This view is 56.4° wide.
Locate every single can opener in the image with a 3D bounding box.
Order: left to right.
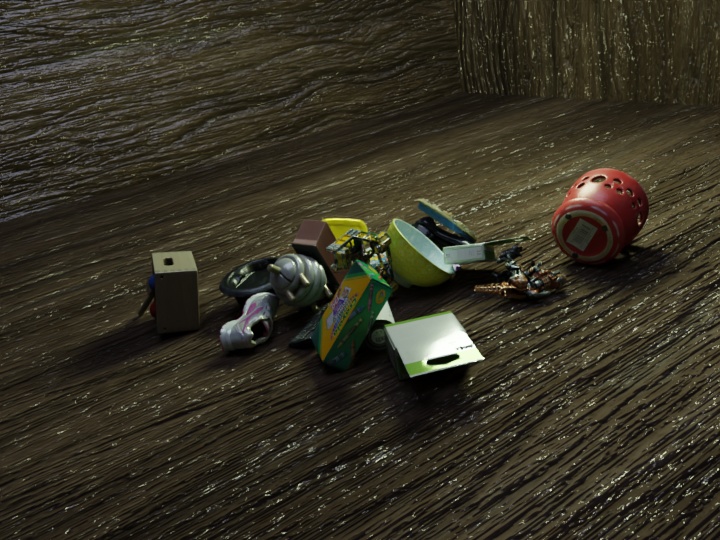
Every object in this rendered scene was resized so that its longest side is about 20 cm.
[{"bbox_3d":[0.224,-0.086,1.829,0.199,0.063,0.079,27,69,23],"label":"can opener"}]

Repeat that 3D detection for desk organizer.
[{"bbox_3d":[-0.092,-0.035,1.672,0.071,0.200,0.077,6,58,27],"label":"desk organizer"}]

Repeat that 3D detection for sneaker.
[{"bbox_3d":[-0.234,0.122,1.545,0.088,0.082,0.200,4,34,26],"label":"sneaker"}]

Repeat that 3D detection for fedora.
[{"bbox_3d":[-0.256,0.046,1.704,0.199,0.092,0.201,-9,26,4],"label":"fedora"}]

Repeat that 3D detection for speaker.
[{"bbox_3d":[0.030,0.099,1.483,0.081,0.082,0.200,-10,23,-2],"label":"speaker"}]

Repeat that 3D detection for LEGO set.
[{"bbox_3d":[0.000,0.000,1.597,0.153,0.201,0.116,23,44,31],"label":"LEGO set"}]

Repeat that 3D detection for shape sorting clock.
[{"bbox_3d":[0.244,-0.142,1.867,0.199,0.039,0.200,32,7,-5],"label":"shape sorting clock"}]

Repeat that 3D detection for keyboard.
[{"bbox_3d":[-0.077,0.111,1.538,0.127,0.021,0.200,-14,19,29],"label":"keyboard"}]

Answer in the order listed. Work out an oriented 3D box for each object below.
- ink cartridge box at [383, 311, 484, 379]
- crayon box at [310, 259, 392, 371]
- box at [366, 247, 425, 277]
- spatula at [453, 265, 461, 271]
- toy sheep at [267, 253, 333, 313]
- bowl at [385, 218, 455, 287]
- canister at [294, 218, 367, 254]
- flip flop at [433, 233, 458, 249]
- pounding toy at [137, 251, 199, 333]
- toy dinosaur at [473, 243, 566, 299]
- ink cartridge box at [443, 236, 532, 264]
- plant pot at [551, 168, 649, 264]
[{"bbox_3d":[0.139,0.165,1.292,0.147,0.076,0.200,-12,24,-7],"label":"ink cartridge box"},{"bbox_3d":[-0.021,0.091,1.388,0.058,0.201,0.119,26,10,-24],"label":"crayon box"},{"bbox_3d":[0.066,-0.031,1.802,0.199,0.038,0.137,-20,25,-10],"label":"box"},{"bbox_3d":[0.189,-0.031,1.801,0.056,0.021,0.200,-20,25,-26],"label":"spatula"},{"bbox_3d":[-0.146,0.024,1.586,0.137,0.200,0.139,-14,62,27],"label":"toy sheep"},{"bbox_3d":[0.126,-0.023,1.664,0.108,0.200,0.200,-49,15,17],"label":"bowl"},{"bbox_3d":[-0.080,-0.082,1.815,0.148,0.087,0.200,0,-9,-23],"label":"canister"},{"bbox_3d":[0.180,-0.101,1.916,0.199,0.058,0.081,9,29,29],"label":"flip flop"},{"bbox_3d":[-0.487,0.058,1.685,0.141,0.185,0.200,-4,20,-19],"label":"pounding toy"},{"bbox_3d":[0.364,0.018,1.539,0.199,0.103,0.136,6,35,-19],"label":"toy dinosaur"},{"bbox_3d":[0.315,-0.046,1.644,0.199,0.048,0.145,-5,-2,21],"label":"ink cartridge box"},{"bbox_3d":[0.583,-0.123,1.649,0.200,0.201,0.182,8,36,35],"label":"plant pot"}]
